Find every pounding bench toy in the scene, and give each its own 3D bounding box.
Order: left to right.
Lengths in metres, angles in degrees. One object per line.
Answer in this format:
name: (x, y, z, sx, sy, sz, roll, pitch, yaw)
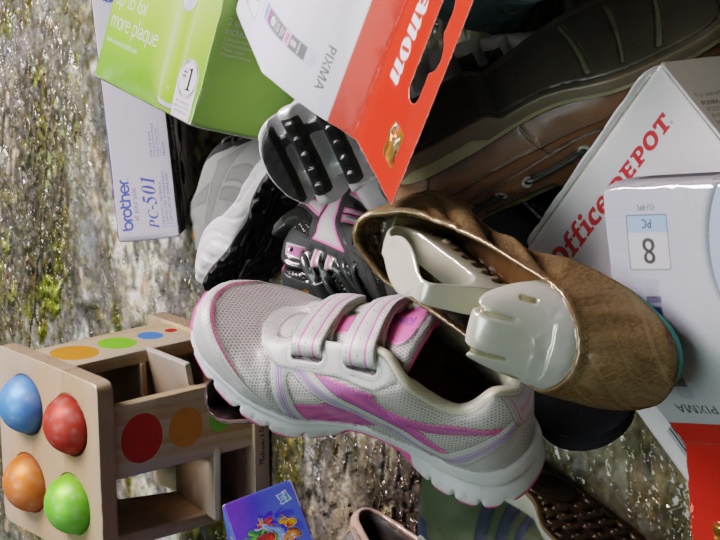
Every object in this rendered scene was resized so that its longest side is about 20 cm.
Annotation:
pounding bench toy: (-0.160, 0.148, 1.496, 0.124, 0.155, 0.201, 16, 112, 48)

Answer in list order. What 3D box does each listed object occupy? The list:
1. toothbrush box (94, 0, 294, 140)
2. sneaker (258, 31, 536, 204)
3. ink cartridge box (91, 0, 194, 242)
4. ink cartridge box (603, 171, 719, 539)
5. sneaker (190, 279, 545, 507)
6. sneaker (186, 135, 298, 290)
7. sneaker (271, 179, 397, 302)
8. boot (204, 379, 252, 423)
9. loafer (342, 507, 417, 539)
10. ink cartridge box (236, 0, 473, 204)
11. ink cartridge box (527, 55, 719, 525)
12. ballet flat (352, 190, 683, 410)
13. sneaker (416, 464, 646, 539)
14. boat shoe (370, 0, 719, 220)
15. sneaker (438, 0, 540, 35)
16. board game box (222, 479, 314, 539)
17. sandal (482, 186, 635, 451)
toothbrush box: (-0.072, -0.189, 1.305, 0.145, 0.086, 0.201, 30, 106, 56)
sneaker: (0.042, -0.098, 1.216, 0.199, 0.081, 0.075, -10, 116, 17)
ink cartridge box: (-0.145, -0.125, 1.459, 0.094, 0.044, 0.201, -69, -26, -82)
ink cartridge box: (0.189, 0.055, 0.995, 0.160, 0.047, 0.201, -1, 96, 49)
sneaker: (0.008, 0.043, 1.137, 0.199, 0.082, 0.088, 19, 139, 8)
sneaker: (-0.061, -0.065, 1.389, 0.200, 0.074, 0.080, -47, 58, 46)
sneaker: (0.000, 0.000, 1.257, 0.081, 0.086, 0.200, 64, 177, -17)
boot: (0.029, 0.070, 1.232, 0.199, 0.166, 0.073, 3, 102, 50)
loafer: (0.048, 0.198, 1.326, 0.200, 0.072, 0.063, 18, 106, 51)
ink cartridge box: (-0.003, -0.155, 1.125, 0.200, 0.057, 0.163, -109, 35, -56)
ink cartridge box: (0.192, 0.013, 1.084, 0.200, 0.083, 0.147, 56, 135, 25)
ballet flat: (0.063, 0.014, 1.052, 0.200, 0.072, 0.068, 37, 119, 44)
sneaker: (0.097, 0.167, 1.247, 0.200, 0.067, 0.090, 37, 116, 48)
boat shoe: (0.106, -0.083, 1.140, 0.199, 0.068, 0.072, -22, 36, 15)
sneaker: (0.081, -0.165, 1.192, 0.082, 0.074, 0.200, 48, 166, -32)
board game box: (-0.042, 0.214, 1.378, 0.200, 0.045, 0.135, 102, 148, -77)
sandal: (0.095, 0.002, 1.192, 0.043, 0.076, 0.201, 76, 168, -60)
